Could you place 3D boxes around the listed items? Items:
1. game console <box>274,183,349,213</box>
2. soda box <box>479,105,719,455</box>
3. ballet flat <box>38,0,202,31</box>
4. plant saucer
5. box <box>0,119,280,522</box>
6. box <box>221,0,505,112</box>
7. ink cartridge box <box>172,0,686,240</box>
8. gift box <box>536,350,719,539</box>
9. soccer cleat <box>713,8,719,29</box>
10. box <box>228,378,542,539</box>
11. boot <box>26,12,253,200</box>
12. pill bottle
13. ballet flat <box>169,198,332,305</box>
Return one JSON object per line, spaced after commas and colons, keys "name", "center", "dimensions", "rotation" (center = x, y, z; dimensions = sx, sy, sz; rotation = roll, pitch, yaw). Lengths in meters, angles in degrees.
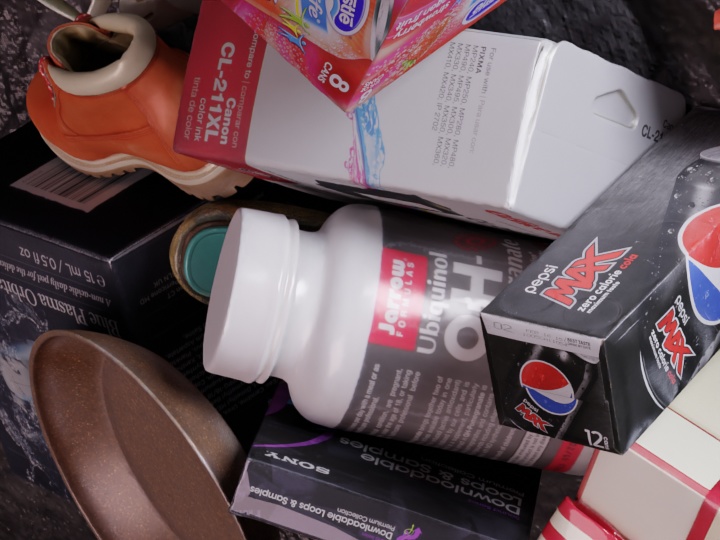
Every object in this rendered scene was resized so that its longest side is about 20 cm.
{"name": "game console", "center": [0.007, 0.033, 1.557], "dimensions": [0.200, 0.031, 0.177], "rotation": [29, 135, 22]}
{"name": "soda box", "center": [0.138, 0.000, 1.288], "dimensions": [0.071, 0.200, 0.064], "rotation": [12, 128, 34]}
{"name": "ballet flat", "center": [-0.122, -0.157, 1.490], "dimensions": [0.200, 0.067, 0.064], "rotation": [16, 92, 37]}
{"name": "plant saucer", "center": [-0.099, 0.110, 1.452], "dimensions": [0.200, 0.037, 0.201], "rotation": [41, 151, 29]}
{"name": "box", "center": [-0.128, 0.033, 1.582], "dimensions": [0.196, 0.117, 0.201], "rotation": [18, 132, 47]}
{"name": "box", "center": [0.036, -0.170, 1.246], "dimensions": [0.095, 0.200, 0.100], "rotation": [43, 138, 10]}
{"name": "ink cartridge box", "center": [0.034, -0.070, 1.356], "dimensions": [0.200, 0.146, 0.083], "rotation": [12, 88, 35]}
{"name": "gift box", "center": [0.198, 0.145, 1.359], "dimensions": [0.184, 0.187, 0.200], "rotation": [29, 135, 20]}
{"name": "soccer cleat", "center": [0.226, -0.068, 1.268], "dimensions": [0.077, 0.069, 0.200], "rotation": [-8, 122, 39]}
{"name": "box", "center": [0.021, 0.092, 1.411], "dimensions": [0.143, 0.200, 0.036], "rotation": [18, 111, 1]}
{"name": "boot", "center": [-0.135, -0.101, 1.481], "dimensions": [0.107, 0.075, 0.200], "rotation": [38, 165, -33]}
{"name": "pill bottle", "center": [0.028, 0.029, 1.369], "dimensions": [0.199, 0.111, 0.111], "rotation": [11, 137, -10]}
{"name": "ballet flat", "center": [0.000, 0.000, 1.454], "dimensions": [0.199, 0.071, 0.071], "rotation": [10, 135, -6]}
